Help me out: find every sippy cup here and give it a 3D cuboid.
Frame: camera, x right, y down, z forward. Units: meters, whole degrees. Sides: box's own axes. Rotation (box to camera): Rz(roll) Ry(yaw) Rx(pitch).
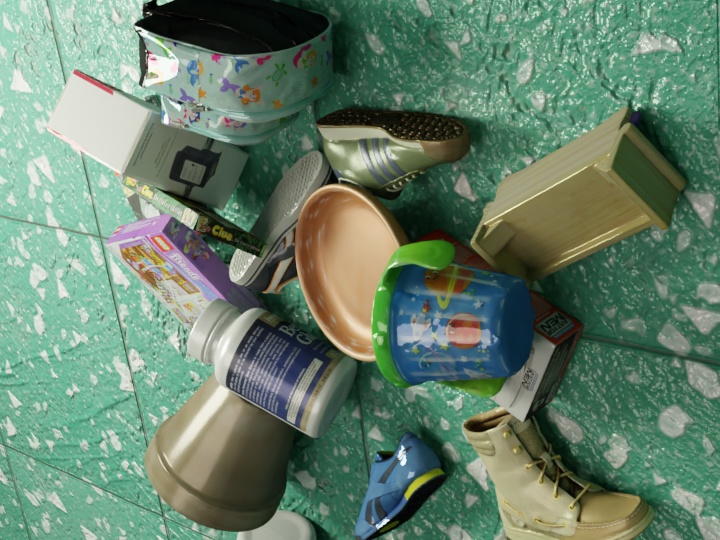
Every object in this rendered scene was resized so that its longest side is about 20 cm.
[{"bbox_3d":[0.098,0.051,1.098,0.129,0.177,0.141,4,83,30],"label":"sippy cup"}]

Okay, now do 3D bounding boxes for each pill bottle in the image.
[{"bbox_3d":[-0.113,0.116,1.396,0.199,0.111,0.112,27,129,12],"label":"pill bottle"},{"bbox_3d":[-0.117,0.458,1.605,0.115,0.115,0.202,21,124,35],"label":"pill bottle"}]

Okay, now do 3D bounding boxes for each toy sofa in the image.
[{"bbox_3d":[0.207,-0.064,1.063,0.083,0.098,0.199,42,140,-16],"label":"toy sofa"}]

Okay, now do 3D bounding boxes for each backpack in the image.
[{"bbox_3d":[-0.129,-0.227,1.221,0.198,0.177,0.152,12,122,28],"label":"backpack"}]

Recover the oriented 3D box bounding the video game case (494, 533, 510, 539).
[{"bbox_3d":[0.211,0.420,1.307,0.200,0.022,0.183,43,148,20],"label":"video game case"}]

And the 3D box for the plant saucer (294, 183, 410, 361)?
[{"bbox_3d":[0.000,0.000,1.236,0.199,0.037,0.202,25,124,44],"label":"plant saucer"}]

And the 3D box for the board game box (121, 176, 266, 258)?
[{"bbox_3d":[-0.203,-0.070,1.342,0.199,0.104,0.024,29,97,49],"label":"board game box"}]

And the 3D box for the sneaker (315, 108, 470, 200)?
[{"bbox_3d":[0.040,-0.119,1.199,0.199,0.067,0.091,13,127,40],"label":"sneaker"}]

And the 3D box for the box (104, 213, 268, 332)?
[{"bbox_3d":[-0.228,0.012,1.477,0.136,0.039,0.200,-8,131,45],"label":"box"}]

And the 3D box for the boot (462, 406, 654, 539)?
[{"bbox_3d":[0.207,0.217,1.199,0.199,0.073,0.157,-11,107,52],"label":"boot"}]

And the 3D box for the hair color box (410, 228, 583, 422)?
[{"bbox_3d":[0.130,0.057,1.200,0.199,0.064,0.112,37,131,27],"label":"hair color box"}]

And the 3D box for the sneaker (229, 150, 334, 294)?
[{"bbox_3d":[-0.076,-0.054,1.336,0.200,0.079,0.079,-51,32,28],"label":"sneaker"}]

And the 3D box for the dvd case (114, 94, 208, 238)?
[{"bbox_3d":[-0.282,-0.124,1.533,0.145,0.022,0.201,-23,92,47],"label":"dvd case"}]

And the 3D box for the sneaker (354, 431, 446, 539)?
[{"bbox_3d":[0.038,0.275,1.405,0.079,0.066,0.201,56,138,23],"label":"sneaker"}]

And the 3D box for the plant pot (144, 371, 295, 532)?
[{"bbox_3d":[-0.166,0.219,1.497,0.200,0.199,0.174,40,116,21],"label":"plant pot"}]

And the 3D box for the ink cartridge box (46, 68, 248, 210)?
[{"bbox_3d":[-0.254,-0.155,1.355,0.144,0.200,0.085,29,95,30],"label":"ink cartridge box"}]
